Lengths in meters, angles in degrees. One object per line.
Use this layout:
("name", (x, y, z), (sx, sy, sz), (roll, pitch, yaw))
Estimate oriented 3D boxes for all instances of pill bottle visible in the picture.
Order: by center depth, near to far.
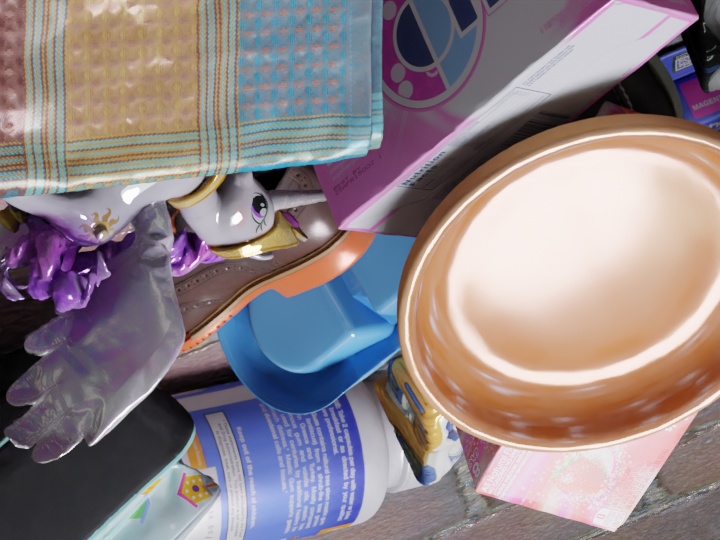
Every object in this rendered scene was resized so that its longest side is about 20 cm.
("pill bottle", (-0.050, 0.123, 1.474), (0.200, 0.112, 0.112), (-10, 154, -25))

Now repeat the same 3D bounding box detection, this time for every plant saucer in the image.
("plant saucer", (0.113, 0.004, 1.079), (0.200, 0.038, 0.201), (-6, 129, -8))

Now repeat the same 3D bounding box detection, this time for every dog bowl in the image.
("dog bowl", (0.000, 0.000, 1.265), (0.050, 0.112, 0.200), (-14, 159, -51))

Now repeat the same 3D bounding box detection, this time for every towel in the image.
("towel", (-0.077, -0.108, 0.955), (0.200, 0.022, 0.147), (-9, 111, -27))

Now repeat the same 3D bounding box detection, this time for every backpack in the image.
("backpack", (-0.187, 0.128, 1.256), (0.176, 0.153, 0.200), (-48, -161, -20))

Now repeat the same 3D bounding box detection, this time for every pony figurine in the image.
("pony figurine", (-0.123, -0.031, 1.057), (0.193, 0.167, 0.200), (-33, 140, -3))

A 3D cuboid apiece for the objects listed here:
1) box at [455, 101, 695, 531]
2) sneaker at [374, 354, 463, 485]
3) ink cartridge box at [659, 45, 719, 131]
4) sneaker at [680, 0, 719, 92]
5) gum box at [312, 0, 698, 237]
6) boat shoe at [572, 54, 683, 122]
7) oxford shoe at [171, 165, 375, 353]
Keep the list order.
("box", (0.134, 0.027, 1.190), (0.094, 0.103, 0.200), (17, 121, -22))
("sneaker", (0.063, 0.078, 1.363), (0.088, 0.075, 0.200), (-27, 174, -9))
("ink cartridge box", (0.173, -0.066, 1.357), (0.119, 0.042, 0.200), (-22, 155, -2))
("sneaker", (0.199, -0.155, 1.134), (0.077, 0.076, 0.200), (-17, 157, -3))
("gum box", (0.048, -0.111, 1.049), (0.066, 0.114, 0.200), (6, 144, -47))
("boat shoe", (0.139, -0.061, 1.227), (0.061, 0.072, 0.201), (-58, 143, -25))
("oxford shoe", (-0.087, -0.012, 1.236), (0.200, 0.071, 0.073), (-27, 124, 29))
